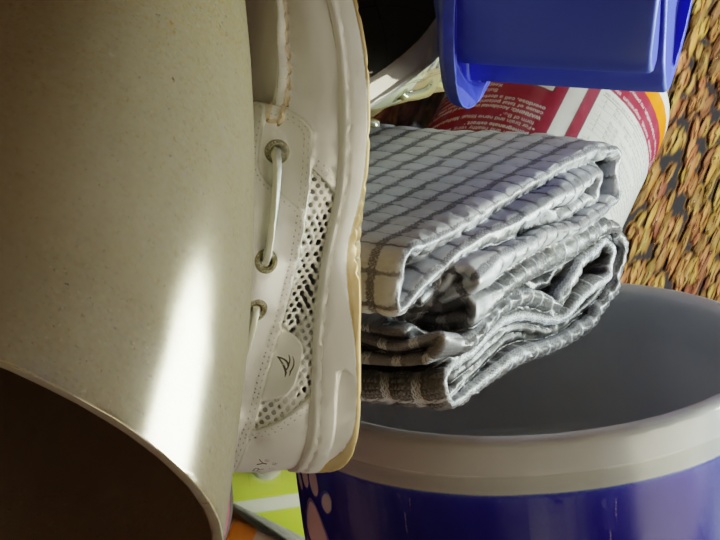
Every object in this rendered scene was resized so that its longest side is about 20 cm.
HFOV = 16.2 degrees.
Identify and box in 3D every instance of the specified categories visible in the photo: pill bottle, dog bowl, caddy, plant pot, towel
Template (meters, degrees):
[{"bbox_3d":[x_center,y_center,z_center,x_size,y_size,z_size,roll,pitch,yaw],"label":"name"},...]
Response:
[{"bbox_3d":[0.069,-0.025,1.226,0.110,0.109,0.200,85,27,-49],"label":"pill bottle"},{"bbox_3d":[0.071,0.071,1.042,0.200,0.199,0.079,-31,121,-57],"label":"dog bowl"},{"bbox_3d":[0.074,-0.155,0.921,0.141,0.104,0.201,13,88,-77],"label":"caddy"},{"bbox_3d":[-0.107,-0.028,0.782,0.188,0.186,0.201,74,28,-58],"label":"plant pot"},{"bbox_3d":[0.000,0.000,1.021,0.200,0.165,0.086,-30,122,-58],"label":"towel"}]

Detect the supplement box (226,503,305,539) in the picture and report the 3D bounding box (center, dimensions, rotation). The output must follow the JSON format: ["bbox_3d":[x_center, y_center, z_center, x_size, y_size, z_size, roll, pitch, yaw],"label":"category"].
[{"bbox_3d":[-0.011,0.194,1.098,0.126,0.199,0.073,-63,-158,-2],"label":"supplement box"}]

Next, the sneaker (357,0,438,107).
[{"bbox_3d":[-0.032,-0.105,0.940,0.200,0.071,0.099,-41,122,-32],"label":"sneaker"}]

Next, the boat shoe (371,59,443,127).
[{"bbox_3d":[0.002,-0.088,1.083,0.200,0.073,0.063,-28,134,-56],"label":"boat shoe"}]

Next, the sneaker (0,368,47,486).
[{"bbox_3d":[-0.104,0.055,0.878,0.081,0.074,0.201,-2,75,-65],"label":"sneaker"}]

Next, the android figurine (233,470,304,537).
[{"bbox_3d":[-0.022,0.126,1.145,0.181,0.041,0.201,-5,100,-19],"label":"android figurine"}]

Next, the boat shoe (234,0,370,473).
[{"bbox_3d":[-0.039,-0.028,0.865,0.069,0.071,0.201,-3,94,-20],"label":"boat shoe"}]

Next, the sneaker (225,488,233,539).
[{"bbox_3d":[-0.130,0.132,1.009,0.095,0.079,0.200,18,116,-25],"label":"sneaker"}]
